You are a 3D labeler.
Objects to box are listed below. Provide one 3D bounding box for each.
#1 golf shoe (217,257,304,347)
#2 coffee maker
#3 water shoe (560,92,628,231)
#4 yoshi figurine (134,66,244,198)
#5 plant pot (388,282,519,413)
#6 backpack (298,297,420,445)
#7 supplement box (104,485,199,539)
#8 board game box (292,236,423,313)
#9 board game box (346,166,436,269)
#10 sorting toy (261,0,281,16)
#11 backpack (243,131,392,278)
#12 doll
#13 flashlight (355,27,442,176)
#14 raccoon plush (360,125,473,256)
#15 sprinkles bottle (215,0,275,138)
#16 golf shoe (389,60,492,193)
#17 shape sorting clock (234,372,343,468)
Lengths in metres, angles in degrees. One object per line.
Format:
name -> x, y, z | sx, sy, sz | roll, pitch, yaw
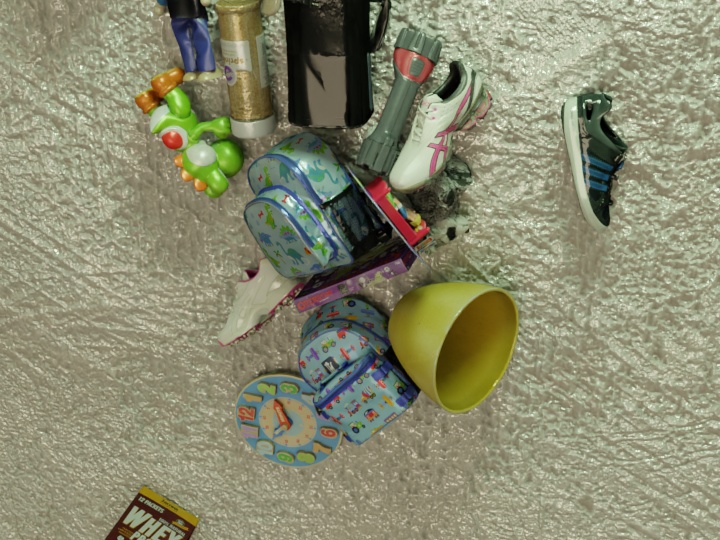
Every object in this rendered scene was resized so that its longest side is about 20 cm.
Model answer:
golf shoe -> -0.179, 0.051, 1.787 | 0.200, 0.075, 0.092 | -40, 85, 29
coffee maker -> -0.053, -0.298, 1.476 | 0.134, 0.192, 0.201 | 15, 121, 32
water shoe -> 0.335, -0.147, 1.499 | 0.079, 0.072, 0.201 | -10, 114, 21
yoshi figurine -> -0.251, -0.210, 1.660 | 0.112, 0.112, 0.201 | -32, 92, 0
plant pot -> 0.126, 0.098, 1.649 | 0.142, 0.200, 0.201 | 24, 127, 38
backpack -> -0.013, 0.155, 1.742 | 0.182, 0.135, 0.200 | -36, 101, 31
supplement box -> -0.434, 0.567, 2.063 | 0.132, 0.200, 0.198 | 30, 123, 1
board game box -> 0.000, 0.000, 1.662 | 0.199, 0.120, 0.032 | -22, 110, 26
board game box -> 0.054, -0.084, 1.516 | 0.039, 0.200, 0.158 | -38, 73, 4
sorting toy -> -0.112, -0.454, 1.413 | 0.036, 0.200, 0.186 | 8, 122, -11
backpack -> -0.083, -0.093, 1.600 | 0.183, 0.147, 0.201 | -11, 112, 59
doll -> -0.255, -0.380, 1.574 | 0.136, 0.048, 0.201 | 12, 118, 45
flashlight -> 0.049, -0.232, 1.499 | 0.068, 0.068, 0.201 | 23, 93, 31
raccoon plush -> 0.080, -0.120, 1.605 | 0.200, 0.097, 0.134 | 38, 133, 16
sprinkles bottle -> -0.168, -0.299, 1.587 | 0.068, 0.068, 0.201 | 4, 118, 16
golf shoe -> 0.096, -0.199, 1.489 | 0.072, 0.200, 0.092 | 22, 162, 48
shape sorting clock -> -0.128, 0.267, 1.896 | 0.199, 0.039, 0.201 | 8, 120, 14
